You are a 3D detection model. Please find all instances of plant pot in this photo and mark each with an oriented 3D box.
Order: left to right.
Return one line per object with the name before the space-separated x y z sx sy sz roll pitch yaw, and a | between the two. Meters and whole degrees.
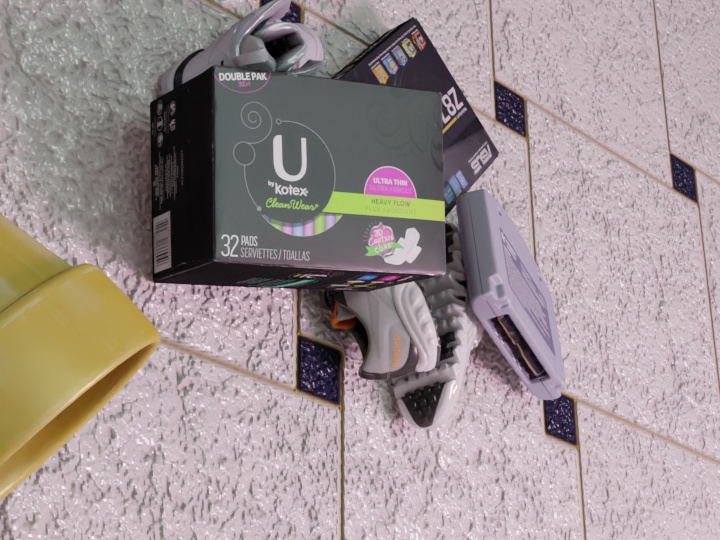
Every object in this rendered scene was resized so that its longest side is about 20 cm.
plant pot | -0.254 0.038 0.958 0.189 0.201 0.201 48 40 1

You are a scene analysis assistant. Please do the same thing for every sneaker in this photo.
sneaker | -0.068 -0.178 1.328 0.200 0.115 0.075 -32 96 -51
sneaker | 0.000 0.000 1.351 0.079 0.074 0.201 -18 69 -12
sneaker | 0.079 0.056 1.417 0.081 0.075 0.201 43 44 -40

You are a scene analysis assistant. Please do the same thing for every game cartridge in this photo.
game cartridge | 0.139 0.019 1.471 0.200 0.041 0.134 52 30 -49

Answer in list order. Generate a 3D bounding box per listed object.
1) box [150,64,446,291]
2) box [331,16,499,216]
box | -0.048 -0.064 1.227 0.199 0.124 0.150 2 82 -29
box | 0.038 -0.127 1.474 0.162 0.049 0.200 59 36 -11
